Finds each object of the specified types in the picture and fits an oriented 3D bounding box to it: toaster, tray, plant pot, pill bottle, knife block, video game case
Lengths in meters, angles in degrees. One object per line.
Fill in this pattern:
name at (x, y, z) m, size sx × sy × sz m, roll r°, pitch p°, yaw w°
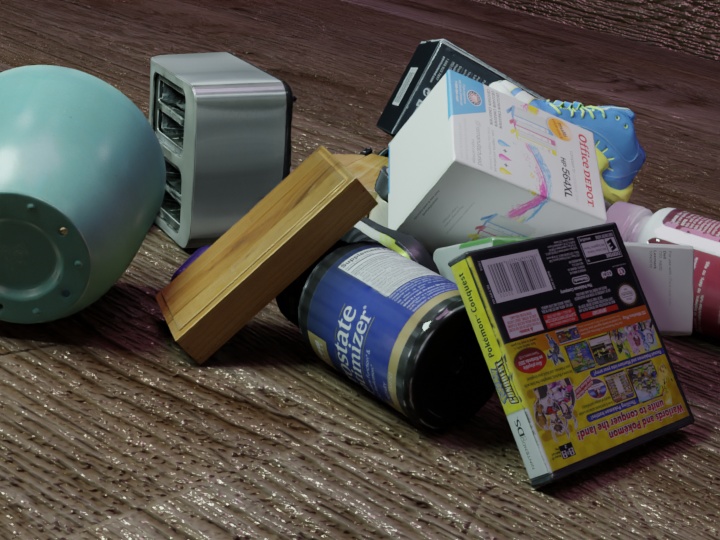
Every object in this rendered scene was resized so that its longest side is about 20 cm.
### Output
toaster at (-0.150, -0.123, 1.377) m, size 0.118 × 0.182 × 0.200 m, roll -6°, pitch 23°, yaw -27°
tray at (-0.084, -0.017, 1.113) m, size 0.037 × 0.200 × 0.099 m, roll 49°, pitch 0°, yaw -29°
plant pot at (-0.276, -0.049, 1.107) m, size 0.200 × 0.201 × 0.161 m, roll 7°, pitch 32°, yaw -4°
pill bottle at (0.019, 0.042, 1.079) m, size 0.112 × 0.112 × 0.200 m, roll -8°, pitch 24°, yaw -38°
pill bottle at (0.340, 0.003, 1.318) m, size 0.199 × 0.115 × 0.114 m, roll 20°, pitch 23°, yaw 29°
knife block at (0.039, -0.093, 1.535) m, size 0.175 × 0.064 × 0.200 m, roll -1°, pitch 21°, yaw -24°
video game case at (0.171, 0.059, 1.033) m, size 0.199 × 0.181 × 0.025 m, roll -11°, pitch -13°, yaw -44°

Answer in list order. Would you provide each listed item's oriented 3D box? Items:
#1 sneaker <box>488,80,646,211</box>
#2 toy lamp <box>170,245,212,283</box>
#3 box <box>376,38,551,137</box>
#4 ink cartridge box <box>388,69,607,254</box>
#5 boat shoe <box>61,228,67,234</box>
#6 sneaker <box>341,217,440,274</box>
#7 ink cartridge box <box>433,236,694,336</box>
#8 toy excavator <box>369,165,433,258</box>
sneaker at (0.225, -0.153, 1.387) m, size 0.200 × 0.105 × 0.076 m, roll 42°, pitch -7°, yaw -19°
toy lamp at (-0.103, -0.014, 1.246) m, size 0.058 × 0.058 × 0.200 m, roll 20°, pitch 31°, yaw 30°
box at (0.136, -0.167, 1.510) m, size 0.196 × 0.124 × 0.200 m, roll 27°, pitch 6°, yaw -8°
ink cartridge box at (0.142, -0.082, 1.288) m, size 0.199 × 0.125 × 0.129 m, roll 19°, pitch 47°, yaw -21°
boat shoe at (-0.281, -0.067, 1.322) m, size 0.073 × 0.063 × 0.201 m, roll 19°, pitch 27°, yaw 24°
sneaker at (0.000, 0.000, 1.246) m, size 0.083 × 0.072 × 0.200 m, roll -39°, pitch 17°, yaw -14°
ink cartridge box at (0.182, 0.018, 1.185) m, size 0.199 × 0.085 × 0.146 m, roll 3°, pitch -4°, yaw -16°
toy excavator at (0.118, -0.034, 1.392) m, size 0.200 × 0.100 × 0.194 m, roll 30°, pitch 25°, yaw 17°
